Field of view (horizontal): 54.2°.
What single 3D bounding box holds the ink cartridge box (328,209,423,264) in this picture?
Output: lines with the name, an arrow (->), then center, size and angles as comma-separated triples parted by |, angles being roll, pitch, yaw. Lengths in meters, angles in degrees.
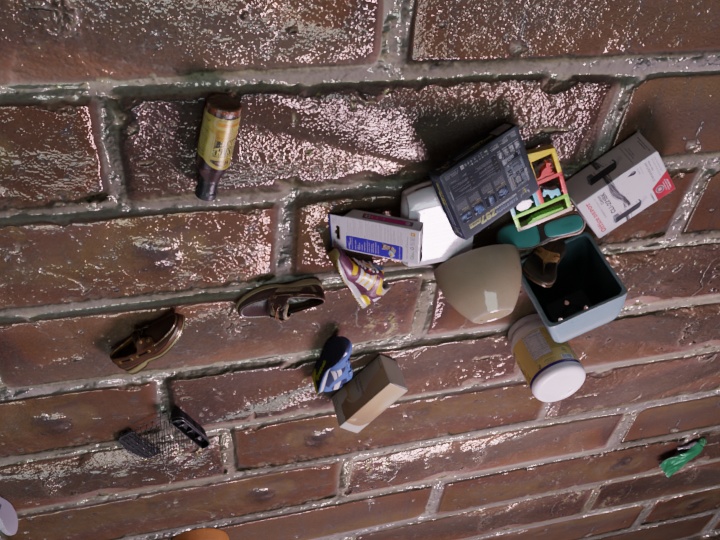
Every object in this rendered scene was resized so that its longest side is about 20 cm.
ink cartridge box -> 0.033, -0.074, 1.484 | 0.200, 0.037, 0.095 | 10, 135, 12

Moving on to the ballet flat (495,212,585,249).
ballet flat -> 0.412, -0.087, 1.615 | 0.200, 0.068, 0.067 | -7, 179, 14

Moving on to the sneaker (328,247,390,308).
sneaker -> 0.000, 0.000, 1.562 | 0.090, 0.075, 0.200 | -32, 141, 0

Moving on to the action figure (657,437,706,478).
action figure -> 1.225, 0.698, 2.667 | 0.200, 0.055, 0.118 | -36, 132, 6

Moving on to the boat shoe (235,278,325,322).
boat shoe -> -0.175, 0.075, 1.563 | 0.200, 0.072, 0.072 | -12, 135, -9

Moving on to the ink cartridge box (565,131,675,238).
ink cartridge box -> 0.573, -0.186, 1.569 | 0.200, 0.084, 0.144 | -35, 133, 16

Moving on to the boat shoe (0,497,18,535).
boat shoe -> -0.954, 0.620, 1.819 | 0.057, 0.069, 0.200 | -11, 130, 2

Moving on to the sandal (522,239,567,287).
sandal -> 0.430, -0.032, 1.611 | 0.200, 0.082, 0.055 | -42, 153, -45

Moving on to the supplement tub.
supplement tub -> 0.483, 0.226, 1.849 | 0.145, 0.200, 0.145 | -10, 134, -10

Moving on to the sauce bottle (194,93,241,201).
sauce bottle -> -0.260, -0.215, 1.263 | 0.066, 0.066, 0.200 | 2, 133, -21

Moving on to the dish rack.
dish rack -> -0.506, 0.433, 1.801 | 0.200, 0.055, 0.153 | -25, 135, 5

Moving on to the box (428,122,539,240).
box -> 0.251, -0.180, 1.420 | 0.200, 0.051, 0.158 | -34, 118, -10

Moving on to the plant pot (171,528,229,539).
plant pot -> -0.504, 0.924, 2.210 | 0.200, 0.140, 0.200 | -11, 135, -11

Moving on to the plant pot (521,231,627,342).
plant pot -> 0.515, 0.065, 1.725 | 0.196, 0.196, 0.200 | -25, 146, 4

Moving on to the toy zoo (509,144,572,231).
toy zoo -> 0.372, -0.187, 1.519 | 0.131, 0.020, 0.200 | -23, 126, 8

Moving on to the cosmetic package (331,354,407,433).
cosmetic package -> 0.021, 0.325, 1.850 | 0.071, 0.105, 0.200 | 27, 117, -37

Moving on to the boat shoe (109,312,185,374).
boat shoe -> -0.465, 0.156, 1.538 | 0.200, 0.072, 0.068 | -36, 135, 19

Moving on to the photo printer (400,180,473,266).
photo printer -> 0.165, -0.109, 1.509 | 0.166, 0.069, 0.200 | -11, 134, -9

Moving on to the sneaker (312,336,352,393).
sneaker -> -0.056, 0.233, 1.760 | 0.082, 0.074, 0.200 | 4, 138, -25

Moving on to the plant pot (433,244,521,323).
plant pot -> 0.281, 0.042, 1.596 | 0.200, 0.135, 0.200 | -14, 162, -4
